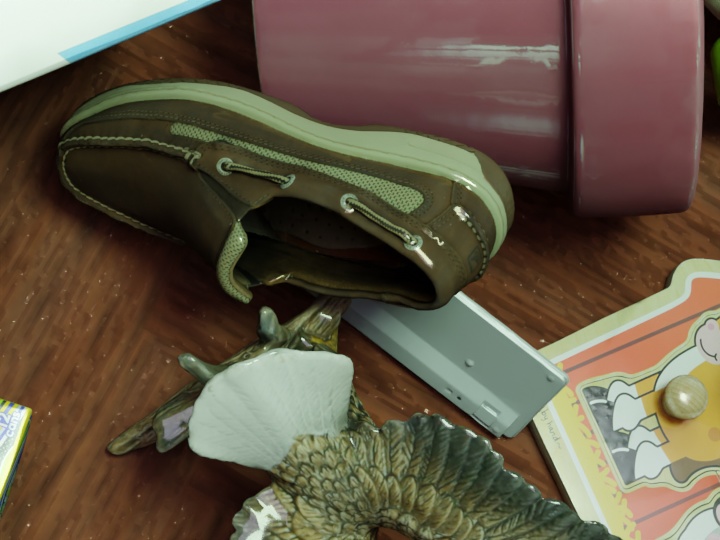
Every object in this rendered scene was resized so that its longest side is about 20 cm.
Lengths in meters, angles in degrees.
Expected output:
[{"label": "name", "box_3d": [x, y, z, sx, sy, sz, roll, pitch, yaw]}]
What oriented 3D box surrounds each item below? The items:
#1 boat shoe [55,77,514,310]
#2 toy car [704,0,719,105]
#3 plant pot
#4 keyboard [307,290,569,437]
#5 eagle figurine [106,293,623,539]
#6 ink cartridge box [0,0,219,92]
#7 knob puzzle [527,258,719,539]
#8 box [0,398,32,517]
[{"label": "boat shoe", "box_3d": [-0.044, -0.026, 0.856, 0.202, 0.075, 0.075, 8, 46, 25]}, {"label": "toy car", "box_3d": [0.252, -0.171, 0.926, 0.158, 0.200, 0.165, 4, 72, -37]}, {"label": "plant pot", "box_3d": [0.049, -0.119, 0.905, 0.179, 0.200, 0.200, -3, 76, 4]}, {"label": "keyboard", "box_3d": [0.000, 0.000, 0.925, 0.200, 0.056, 0.011, 38, 44, 0]}, {"label": "eagle figurine", "box_3d": [0.010, 0.107, 0.865, 0.151, 0.152, 0.200, -24, 76, -36]}, {"label": "ink cartridge box", "box_3d": [-0.157, -0.138, 0.865, 0.128, 0.200, 0.125, -25, 99, -16]}, {"label": "knob puzzle", "box_3d": [0.191, 0.083, 0.954, 0.219, 0.030, 0.220, 3, 75, -11]}, {"label": "box", "box_3d": [-0.196, 0.143, 0.845, 0.070, 0.064, 0.200, 19, 74, -6]}]
